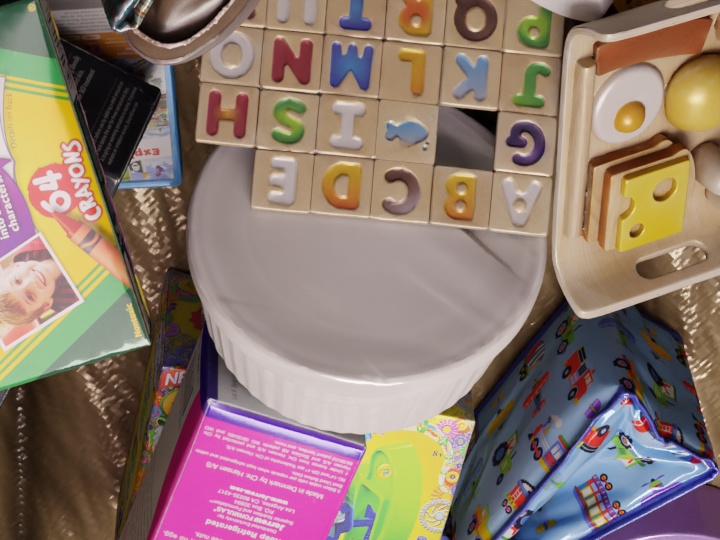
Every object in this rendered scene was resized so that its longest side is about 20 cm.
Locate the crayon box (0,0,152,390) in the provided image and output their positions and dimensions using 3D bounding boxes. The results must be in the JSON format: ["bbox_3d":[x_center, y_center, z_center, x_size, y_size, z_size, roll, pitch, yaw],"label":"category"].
[{"bbox_3d":[-0.225,-0.032,1.302,0.172,0.058,0.201,-17,102,-1],"label":"crayon box"}]

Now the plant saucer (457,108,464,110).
[{"bbox_3d":[0.004,-0.174,1.366,0.200,0.039,0.202,-1,120,-2],"label":"plant saucer"}]

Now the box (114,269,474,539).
[{"bbox_3d":[-0.047,0.125,1.551,0.199,0.122,0.193,10,119,-8],"label":"box"}]

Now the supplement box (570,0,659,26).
[{"bbox_3d":[0.213,-0.126,1.429,0.110,0.086,0.200,-31,117,16],"label":"supplement box"}]

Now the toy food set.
[{"bbox_3d":[0.185,-0.071,1.332,0.143,0.060,0.201,-18,133,-21],"label":"toy food set"}]

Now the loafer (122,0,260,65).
[{"bbox_3d":[-0.067,-0.200,1.273,0.073,0.071,0.200,37,98,10],"label":"loafer"}]

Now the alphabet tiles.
[{"bbox_3d":[0.012,-0.111,1.320,0.199,0.008,0.168,5,84,-5],"label":"alphabet tiles"}]

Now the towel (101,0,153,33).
[{"bbox_3d":[-0.100,-0.217,1.271,0.022,0.200,0.147,29,107,-25],"label":"towel"}]

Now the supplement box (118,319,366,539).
[{"bbox_3d":[-0.078,0.143,1.431,0.103,0.101,0.201,18,118,-13],"label":"supplement box"}]

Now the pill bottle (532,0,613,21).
[{"bbox_3d":[0.146,-0.239,1.294,0.111,0.111,0.200,36,78,-21],"label":"pill bottle"}]

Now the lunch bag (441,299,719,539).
[{"bbox_3d":[0.117,0.120,1.535,0.200,0.151,0.094,-41,114,20],"label":"lunch bag"}]

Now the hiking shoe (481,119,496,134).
[{"bbox_3d":[0.000,-0.045,1.477,0.200,0.074,0.087,-33,79,-2],"label":"hiking shoe"}]

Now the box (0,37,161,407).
[{"bbox_3d":[-0.254,-0.052,1.420,0.196,0.124,0.200,27,121,-7],"label":"box"}]

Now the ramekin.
[{"bbox_3d":[0.000,0.000,1.352,0.201,0.203,0.094,5,148,-4],"label":"ramekin"}]

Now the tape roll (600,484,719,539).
[{"bbox_3d":[0.206,0.244,1.663,0.199,0.066,0.201,-1,120,-1],"label":"tape roll"}]

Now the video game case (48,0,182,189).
[{"bbox_3d":[-0.186,-0.139,1.450,0.142,0.018,0.201,-3,121,-1],"label":"video game case"}]
